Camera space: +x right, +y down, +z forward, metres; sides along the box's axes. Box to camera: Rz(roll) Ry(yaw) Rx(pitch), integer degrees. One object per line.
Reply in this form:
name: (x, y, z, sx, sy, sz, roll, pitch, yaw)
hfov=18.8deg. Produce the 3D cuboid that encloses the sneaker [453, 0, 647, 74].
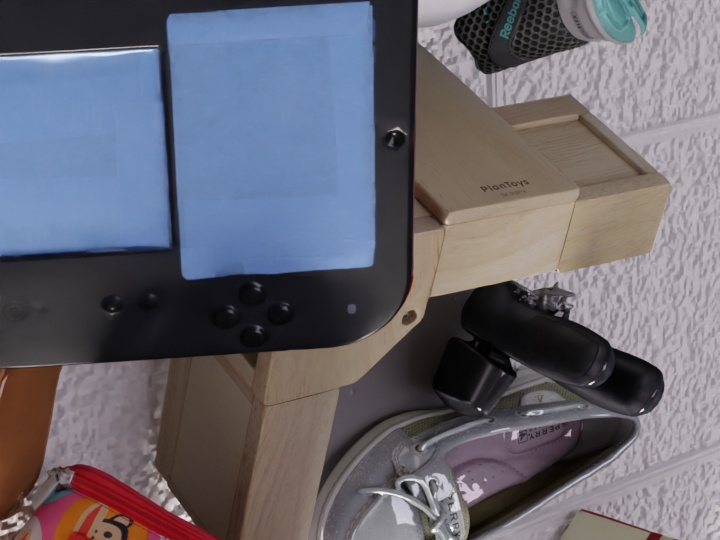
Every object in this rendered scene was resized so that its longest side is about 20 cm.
sneaker: (0.078, -0.168, 1.041, 0.078, 0.091, 0.200, 52, 26, -33)

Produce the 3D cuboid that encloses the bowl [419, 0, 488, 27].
bowl: (-0.016, -0.171, 0.935, 0.090, 0.201, 0.201, -43, 137, 22)

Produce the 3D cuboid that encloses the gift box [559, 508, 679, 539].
gift box: (0.163, 0.260, 1.161, 0.187, 0.200, 0.185, -51, 123, -20)

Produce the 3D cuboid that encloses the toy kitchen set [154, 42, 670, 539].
toy kitchen set: (0.000, 0.000, 1.016, 0.199, 0.163, 0.181, -11, 131, -31)

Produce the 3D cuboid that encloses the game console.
game console: (-0.067, -0.048, 0.804, 0.176, 0.031, 0.200, -6, 127, -9)

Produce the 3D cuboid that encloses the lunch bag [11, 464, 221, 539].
lunch bag: (-0.060, 0.164, 0.913, 0.082, 0.200, 0.176, -54, 148, -19)

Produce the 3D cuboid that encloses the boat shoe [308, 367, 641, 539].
boat shoe: (0.057, 0.107, 1.114, 0.202, 0.065, 0.075, -22, 113, -38)

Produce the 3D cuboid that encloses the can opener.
can opener: (0.096, 0.043, 1.048, 0.063, 0.200, 0.079, 19, 87, -19)

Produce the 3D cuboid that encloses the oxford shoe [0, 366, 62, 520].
oxford shoe: (-0.169, 0.096, 0.904, 0.071, 0.071, 0.201, 35, 74, -47)
